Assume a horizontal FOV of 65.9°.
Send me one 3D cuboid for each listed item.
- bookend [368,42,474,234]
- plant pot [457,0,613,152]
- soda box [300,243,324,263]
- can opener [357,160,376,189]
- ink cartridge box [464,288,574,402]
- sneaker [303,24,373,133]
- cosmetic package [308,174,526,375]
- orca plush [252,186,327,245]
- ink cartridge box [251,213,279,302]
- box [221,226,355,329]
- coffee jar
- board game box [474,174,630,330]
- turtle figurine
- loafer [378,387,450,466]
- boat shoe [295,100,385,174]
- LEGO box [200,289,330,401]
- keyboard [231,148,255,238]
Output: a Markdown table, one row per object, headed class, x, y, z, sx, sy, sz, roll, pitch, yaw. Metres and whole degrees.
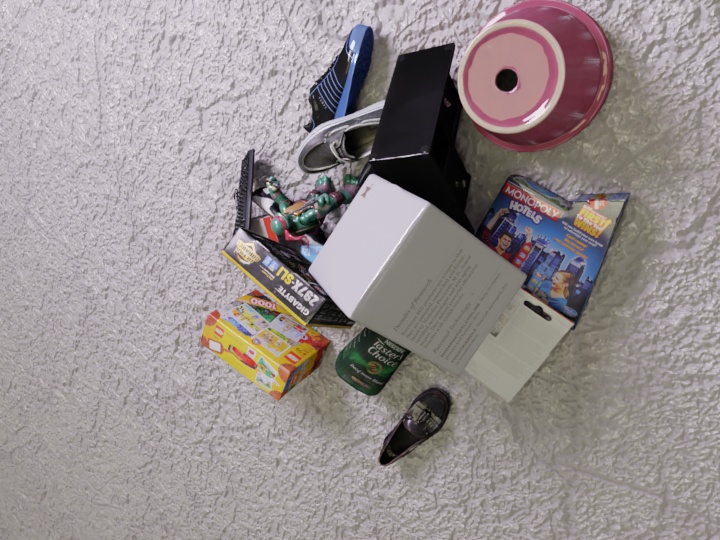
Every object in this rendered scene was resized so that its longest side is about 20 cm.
| class | x | y | z | sx | sy | sz | roll | pitch | yaw |
| --- | --- | --- | --- | --- | --- | --- | --- | --- | --- |
| bookend | 0.114 | -0.186 | 0.835 | 0.092 | 0.199 | 0.200 | -1 | 151 | 30 |
| plant pot | 0.214 | -0.249 | 0.721 | 0.199 | 0.179 | 0.201 | 9 | 111 | 25 |
| soda box | 0.000 | 0.000 | 0.924 | 0.199 | 0.068 | 0.064 | 6 | 84 | 14 |
| can opener | 0.018 | -0.113 | 0.945 | 0.078 | 0.063 | 0.200 | 27 | 122 | -4 |
| ink cartridge box | 0.244 | 0.109 | 0.882 | 0.109 | 0.050 | 0.200 | 36 | 130 | 14 |
| sneaker | -0.040 | -0.305 | 0.908 | 0.078 | 0.070 | 0.201 | 25 | 119 | 12 |
| cosmetic package | 0.073 | 0.003 | 0.751 | 0.167 | 0.200 | 0.167 | -56 | 31 | 5 |
| orca plush | -0.108 | -0.102 | 1.015 | 0.200 | 0.105 | 0.071 | 36 | 86 | 26 |
| ink cartridge box | -0.165 | -0.017 | 1.014 | 0.050 | 0.200 | 0.163 | -17 | 101 | -8 |
| box | -0.088 | 0.017 | 0.803 | 0.160 | 0.200 | 0.049 | 40 | 95 | 16 |
| coffee jar | 0.044 | 0.129 | 0.994 | 0.104 | 0.085 | 0.200 | 33 | 121 | -5 |
| board game box | 0.286 | -0.051 | 0.814 | 0.200 | 0.062 | 0.200 | 36 | 122 | 16 |
| turtle figurine | -0.094 | -0.109 | 0.920 | 0.149 | 0.200 | 0.101 | 23 | 125 | 28 |
| loafer | 0.098 | 0.301 | 1.040 | 0.072 | 0.063 | 0.200 | 40 | 121 | 11 |
| boat shoe | -0.023 | -0.206 | 0.883 | 0.199 | 0.071 | 0.072 | -26 | 121 | 22 |
| LEGO box | -0.185 | 0.140 | 1.093 | 0.200 | 0.149 | 0.077 | 32 | 119 | 16 |
| keyboard | -0.221 | -0.118 | 1.033 | 0.127 | 0.021 | 0.201 | 135 | 139 | -58 |
